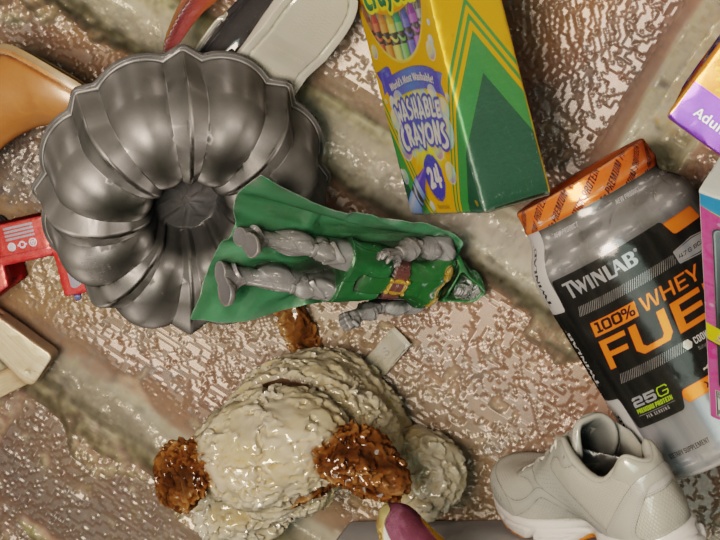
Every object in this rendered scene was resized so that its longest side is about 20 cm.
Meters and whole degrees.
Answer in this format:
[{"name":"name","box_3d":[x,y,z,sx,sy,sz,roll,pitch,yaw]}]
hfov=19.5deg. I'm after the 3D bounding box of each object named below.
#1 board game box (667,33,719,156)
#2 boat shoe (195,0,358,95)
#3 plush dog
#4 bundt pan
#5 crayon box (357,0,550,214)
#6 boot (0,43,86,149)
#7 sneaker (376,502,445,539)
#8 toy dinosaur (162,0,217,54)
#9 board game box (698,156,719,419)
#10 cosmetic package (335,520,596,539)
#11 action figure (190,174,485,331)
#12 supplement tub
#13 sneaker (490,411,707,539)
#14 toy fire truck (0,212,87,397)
[{"name":"board game box","box_3d":[0.326,-0.123,1.253,0.200,0.200,0.200,36,104,3]},{"name":"boat shoe","box_3d":[-0.082,-0.135,1.410,0.074,0.060,0.200,28,112,-31]},{"name":"plush dog","box_3d":[-0.043,0.110,1.383,0.200,0.172,0.161,-10,97,14]},{"name":"bundt pan","box_3d":[-0.113,-0.042,1.378,0.202,0.076,0.202,-5,121,-9]},{"name":"crayon box","box_3d":[0.052,-0.138,1.345,0.052,0.126,0.200,-16,96,-19]},{"name":"boot","box_3d":[-0.271,-0.079,1.433,0.200,0.074,0.155,15,82,23]},{"name":"sneaker","box_3d":[0.095,0.207,1.304,0.090,0.075,0.200,-40,96,6]},{"name":"toy dinosaur","box_3d":[-0.041,-0.240,1.368,0.181,0.105,0.200,3,111,17]},{"name":"board game box","box_3d":[0.270,0.024,1.174,0.147,0.064,0.200,19,143,27]},{"name":"cosmetic package","box_3d":[0.083,0.277,1.411,0.199,0.123,0.200,-2,100,12]},{"name":"action figure","box_3d":[0.000,0.000,1.368,0.118,0.200,0.055,-59,43,33]},{"name":"supplement tub","box_3d":[0.192,0.024,1.347,0.122,0.123,0.200,-32,92,15]},{"name":"sneaker","box_3d":[0.146,0.128,1.349,0.076,0.200,0.092,-26,107,-26]},{"name":"toy fire truck","box_3d":[-0.256,0.033,1.479,0.200,0.049,0.141,-11,97,12]}]
